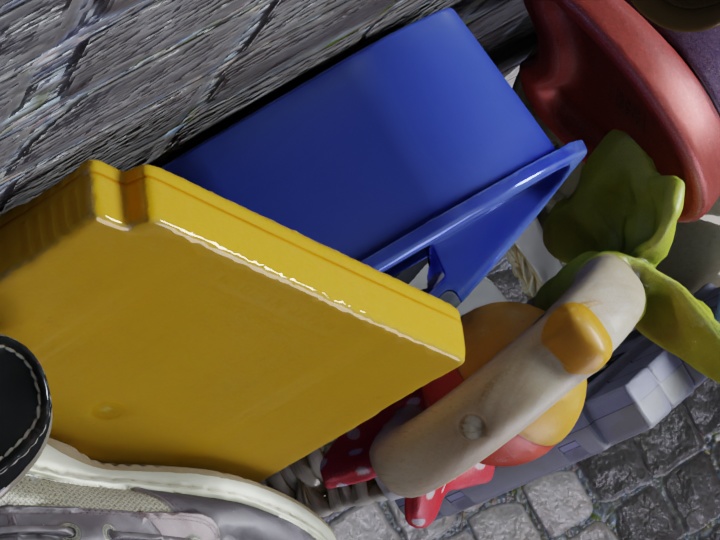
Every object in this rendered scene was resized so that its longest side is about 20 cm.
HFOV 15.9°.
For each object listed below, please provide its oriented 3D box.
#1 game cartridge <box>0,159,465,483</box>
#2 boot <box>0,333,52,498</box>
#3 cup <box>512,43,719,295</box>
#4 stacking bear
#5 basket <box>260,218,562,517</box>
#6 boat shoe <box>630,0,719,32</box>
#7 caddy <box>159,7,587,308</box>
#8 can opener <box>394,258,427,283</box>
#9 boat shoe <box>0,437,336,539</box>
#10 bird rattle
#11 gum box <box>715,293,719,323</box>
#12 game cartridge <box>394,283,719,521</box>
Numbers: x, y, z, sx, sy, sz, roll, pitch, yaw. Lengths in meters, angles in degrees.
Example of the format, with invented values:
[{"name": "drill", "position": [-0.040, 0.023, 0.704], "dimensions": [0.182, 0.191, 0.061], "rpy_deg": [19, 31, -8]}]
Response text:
[{"name": "game cartridge", "position": [-0.091, 0.038, 0.928], "dimensions": [0.200, 0.033, 0.176], "rpy_deg": [-32, 141, 31]}, {"name": "boot", "position": [-0.172, 0.055, 0.770], "dimensions": [0.199, 0.074, 0.151], "rpy_deg": [-15, 171, -23]}, {"name": "cup", "position": [0.158, -0.071, 1.353], "dimensions": [0.200, 0.201, 0.143], "rpy_deg": [-31, 153, 32]}, {"name": "stacking bear", "position": [0.177, -0.122, 1.076], "dimensions": [0.200, 0.114, 0.122], "rpy_deg": [-39, 160, -14]}, {"name": "basket", "position": [0.004, 0.033, 1.263], "dimensions": [0.123, 0.136, 0.200], "rpy_deg": [-26, -178, 35]}, {"name": "boat shoe", "position": [0.172, -0.155, 0.859], "dimensions": [0.199, 0.074, 0.066], "rpy_deg": [-29, -169, 21]}, {"name": "caddy", "position": [-0.007, -0.016, 1.019], "dimensions": [0.199, 0.105, 0.141], "rpy_deg": [-30, 177, 0]}, {"name": "can opener", "position": [0.000, 0.000, 1.128], "dimensions": [0.200, 0.078, 0.063], "rpy_deg": [-51, 160, -12]}, {"name": "boat shoe", "position": [-0.093, 0.107, 0.946], "dimensions": [0.199, 0.065, 0.072], "rpy_deg": [20, 140, -37]}, {"name": "bird rattle", "position": [0.055, 0.036, 1.034], "dimensions": [0.199, 0.113, 0.163], "rpy_deg": [-29, -177, 21]}, {"name": "gum box", "position": [0.269, -0.041, 1.223], "dimensions": [0.169, 0.201, 0.045], "rpy_deg": [8, 168, 24]}, {"name": "game cartridge", "position": [0.111, 0.068, 1.325], "dimensions": [0.129, 0.039, 0.200], "rpy_deg": [-31, 180, -40]}]
